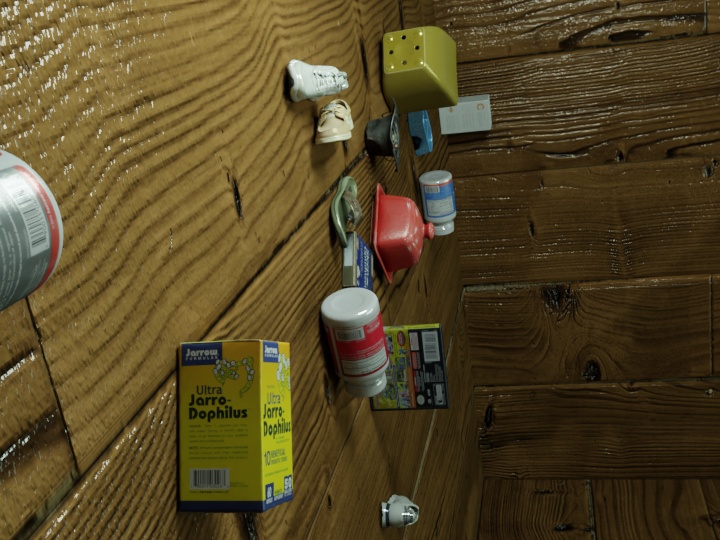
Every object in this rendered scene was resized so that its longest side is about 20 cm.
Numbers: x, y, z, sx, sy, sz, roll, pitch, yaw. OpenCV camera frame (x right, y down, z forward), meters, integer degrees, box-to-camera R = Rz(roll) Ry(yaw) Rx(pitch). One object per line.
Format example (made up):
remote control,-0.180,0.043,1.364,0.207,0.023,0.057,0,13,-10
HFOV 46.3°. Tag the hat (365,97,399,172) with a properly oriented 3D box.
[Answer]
hat,0.054,-0.332,2.072,0.201,0.081,0.201,0,90,-84

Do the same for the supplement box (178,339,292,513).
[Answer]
supplement box,-0.151,0.188,1.032,0.109,0.109,0.200,25,62,-74

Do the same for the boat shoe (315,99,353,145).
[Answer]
boat shoe,-0.055,-0.292,1.642,0.200,0.074,0.069,-83,163,-70

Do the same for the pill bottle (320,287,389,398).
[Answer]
pill bottle,-0.006,0.143,1.632,0.112,0.112,0.200,-72,155,-57

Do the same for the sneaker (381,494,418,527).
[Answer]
sneaker,0.105,0.589,2.044,0.200,0.080,0.076,22,64,-76

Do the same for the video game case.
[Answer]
video game case,0.104,0.221,1.915,0.026,0.181,0.200,-55,140,-71

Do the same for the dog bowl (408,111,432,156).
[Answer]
dog bowl,0.197,-0.459,2.748,0.200,0.050,0.112,67,24,-55

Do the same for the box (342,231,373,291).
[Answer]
box,0.000,0.000,1.864,0.200,0.032,0.121,49,40,-70

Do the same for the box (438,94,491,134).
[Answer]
box,0.422,-0.630,3.396,0.098,0.200,0.125,-67,150,-61

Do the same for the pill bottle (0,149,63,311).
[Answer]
pill bottle,-0.285,-0.006,0.520,0.200,0.116,0.116,-54,139,-68

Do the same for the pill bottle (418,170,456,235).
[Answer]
pill bottle,0.262,-0.225,2.823,0.112,0.112,0.200,-69,153,-60

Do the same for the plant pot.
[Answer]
plant pot,0.146,-0.561,2.298,0.200,0.194,0.196,24,63,-68

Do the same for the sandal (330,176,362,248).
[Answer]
sandal,-0.022,-0.130,1.747,0.201,0.057,0.080,-79,160,-45

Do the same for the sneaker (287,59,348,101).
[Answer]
sneaker,-0.078,-0.347,1.532,0.200,0.081,0.075,-42,129,-71

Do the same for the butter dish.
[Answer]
butter dish,0.111,-0.095,2.098,0.199,0.148,0.200,63,27,-57
